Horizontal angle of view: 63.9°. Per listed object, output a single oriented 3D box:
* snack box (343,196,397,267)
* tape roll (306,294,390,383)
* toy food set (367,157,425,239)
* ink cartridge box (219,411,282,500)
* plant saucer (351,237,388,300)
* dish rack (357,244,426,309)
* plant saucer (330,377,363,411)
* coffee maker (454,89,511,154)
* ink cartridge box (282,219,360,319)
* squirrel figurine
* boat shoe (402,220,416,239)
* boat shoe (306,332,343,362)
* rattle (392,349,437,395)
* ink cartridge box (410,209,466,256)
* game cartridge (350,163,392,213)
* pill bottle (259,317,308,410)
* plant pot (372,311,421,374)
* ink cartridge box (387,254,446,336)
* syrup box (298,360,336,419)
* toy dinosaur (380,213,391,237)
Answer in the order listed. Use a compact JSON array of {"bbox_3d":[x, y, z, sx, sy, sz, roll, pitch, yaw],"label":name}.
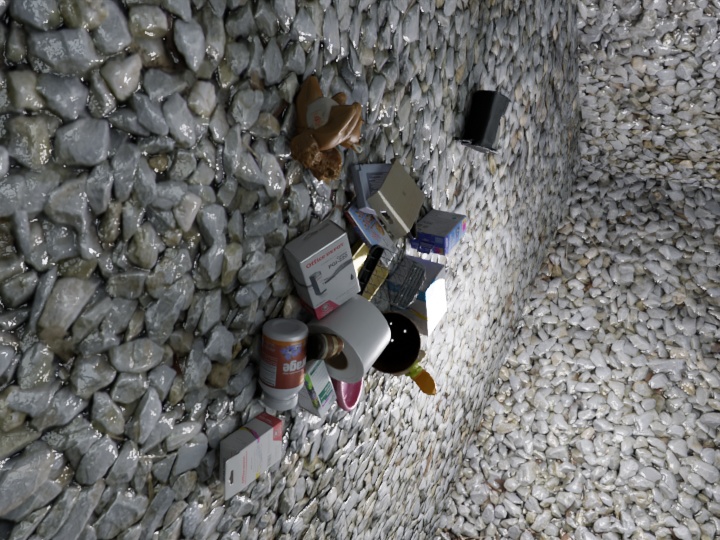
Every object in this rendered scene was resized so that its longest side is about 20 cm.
[{"bbox_3d":[0.030,-0.107,1.591,0.201,0.024,0.072,54,55,-24],"label":"snack box"},{"bbox_3d":[-0.039,0.176,1.526,0.139,0.200,0.205,-47,142,-38],"label":"tape roll"},{"bbox_3d":[0.097,-0.202,1.588,0.144,0.060,0.201,49,43,-22],"label":"toy food set"},{"bbox_3d":[-0.276,0.443,1.390,0.199,0.067,0.119,-24,125,-55],"label":"ink cartridge box"},{"bbox_3d":[0.000,0.000,1.656,0.201,0.048,0.202,-52,145,-32],"label":"plant saucer"},{"bbox_3d":[0.086,0.024,1.592,0.197,0.055,0.155,22,104,-21],"label":"dish rack"},{"bbox_3d":[-0.043,0.309,1.697,0.200,0.050,0.205,1,90,-72],"label":"plant saucer"},{"bbox_3d":[0.443,-0.534,2.058,0.191,0.133,0.204,4,101,-59],"label":"coffee maker"},{"bbox_3d":[-0.092,-0.001,1.422,0.145,0.085,0.202,-34,134,-21],"label":"ink cartridge box"},{"bbox_3d":[-0.071,-0.307,1.323,0.202,0.140,0.186,-61,162,8],"label":"squirrel figurine"},{"bbox_3d":[0.146,-0.187,1.794,0.072,0.064,0.203,-41,137,-41],"label":"boat shoe"},{"bbox_3d":[-0.097,0.187,1.408,0.073,0.199,0.077,-1,86,-22],"label":"boat shoe"},{"bbox_3d":[0.155,0.337,1.897,0.143,0.199,0.131,43,52,-16],"label":"rattle"},{"bbox_3d":[0.255,-0.124,1.942,0.200,0.135,0.078,-40,134,-44],"label":"ink cartridge box"},{"bbox_3d":[0.045,-0.225,1.584,0.199,0.041,0.136,-16,100,-56],"label":"game cartridge"},{"bbox_3d":[-0.186,0.226,1.386,0.112,0.111,0.204,-21,122,-54],"label":"pill bottle"},{"bbox_3d":[0.104,0.212,1.832,0.200,0.184,0.190,-24,129,-82],"label":"plant pot"},{"bbox_3d":[0.194,0.084,1.934,0.147,0.144,0.202,-47,142,-38],"label":"ink cartridge box"},{"bbox_3d":[-0.132,0.300,1.549,0.079,0.080,0.202,-49,142,-33],"label":"syrup box"},{"bbox_3d":[0.080,-0.154,1.719,0.088,0.047,0.204,-43,140,-64],"label":"toy dinosaur"}]
